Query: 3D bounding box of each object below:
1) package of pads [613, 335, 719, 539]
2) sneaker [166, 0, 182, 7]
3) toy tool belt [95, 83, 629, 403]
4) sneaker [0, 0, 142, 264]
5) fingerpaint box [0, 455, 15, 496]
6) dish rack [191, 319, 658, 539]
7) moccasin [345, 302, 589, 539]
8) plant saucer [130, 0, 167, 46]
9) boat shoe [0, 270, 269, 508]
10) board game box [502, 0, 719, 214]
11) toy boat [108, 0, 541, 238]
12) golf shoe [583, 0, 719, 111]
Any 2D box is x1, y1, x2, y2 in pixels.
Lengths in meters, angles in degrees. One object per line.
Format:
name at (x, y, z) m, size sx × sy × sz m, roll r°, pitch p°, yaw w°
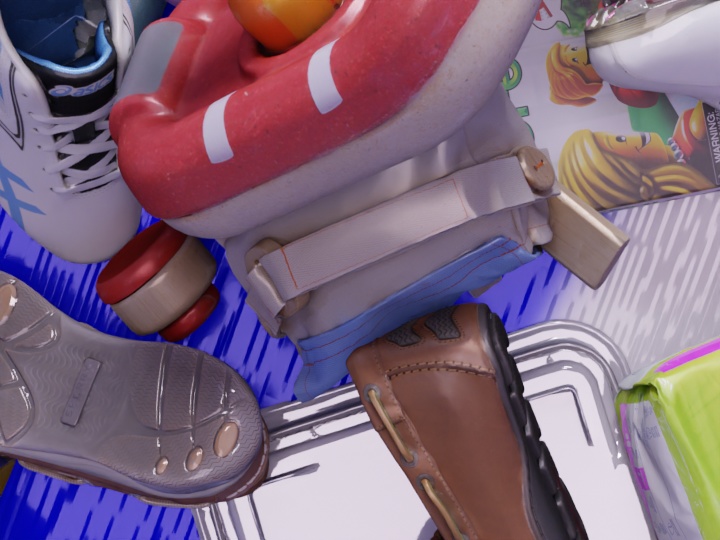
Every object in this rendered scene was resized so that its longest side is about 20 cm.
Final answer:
package of pads at (0.204, 0.112, 1.054) m, size 0.154 × 0.068 × 0.201 m, roll -22°, pitch 89°, yaw -13°
sneaker at (-0.057, -0.208, 1.054) m, size 0.088 × 0.080 × 0.202 m, roll 20°, pitch 86°, yaw -20°
toy tool belt at (0.000, 0.000, 1.041) m, size 0.199 × 0.125 × 0.123 m, roll -33°, pitch 107°, yaw 26°
sneaker at (-0.120, -0.072, 1.023) m, size 0.071 × 0.201 × 0.073 m, roll -20°, pitch 46°, yaw -14°
fingerpaint box at (-0.270, 0.115, 1.073) m, size 0.199 × 0.073 × 0.168 m, roll 24°, pitch 92°, yaw 0°
dish rack at (0.037, 0.125, 1.084) m, size 0.199 × 0.044 × 0.173 m, roll -17°, pitch 89°, yaw 0°
moccasin at (0.050, 0.113, 1.012) m, size 0.077 × 0.074 × 0.202 m, roll -19°, pitch 115°, yaw 9°
plant saucer at (-0.174, -0.149, 1.071) m, size 0.198 × 0.027 × 0.202 m, roll 0°, pitch 91°, yaw -3°
boat shoe at (-0.126, 0.054, 1.068) m, size 0.199 × 0.072 × 0.076 m, roll 22°, pitch 75°, yaw 22°
board game box at (0.099, -0.126, 1.083) m, size 0.125 × 0.035 × 0.202 m, roll -11°, pitch 90°, yaw 1°
toy boat at (-0.028, -0.108, 0.937) m, size 0.199 × 0.131 × 0.131 m, roll -24°, pitch 125°, yaw 35°
golf shoe at (0.181, -0.078, 1.031) m, size 0.199 × 0.072 × 0.093 m, roll -2°, pitch 88°, yaw -27°
